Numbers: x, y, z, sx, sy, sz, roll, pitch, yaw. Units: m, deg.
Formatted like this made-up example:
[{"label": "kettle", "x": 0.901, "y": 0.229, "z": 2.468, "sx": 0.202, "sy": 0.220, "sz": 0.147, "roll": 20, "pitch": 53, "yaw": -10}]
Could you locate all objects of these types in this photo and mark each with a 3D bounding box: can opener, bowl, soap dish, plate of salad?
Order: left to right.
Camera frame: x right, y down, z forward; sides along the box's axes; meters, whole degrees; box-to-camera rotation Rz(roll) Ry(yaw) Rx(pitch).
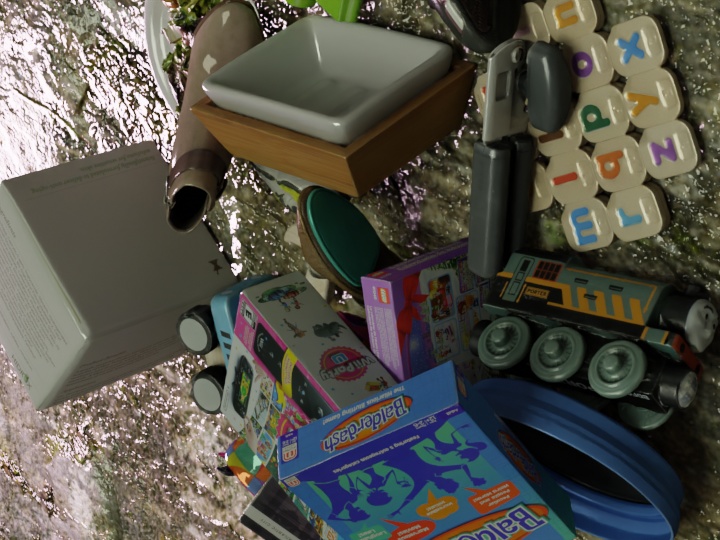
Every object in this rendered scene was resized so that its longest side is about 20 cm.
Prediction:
[{"label": "plate of salad", "x": -0.162, "y": -0.219, "z": 1.450, "sx": 0.200, "sy": 0.048, "sz": 0.200, "roll": 22, "pitch": 122, "yaw": 41}, {"label": "soap dish", "x": -0.022, "y": -0.142, "z": 1.249, "sx": 0.200, "sy": 0.157, "sz": 0.081, "roll": 22, "pitch": 138, "yaw": 42}, {"label": "can opener", "x": 0.124, "y": -0.084, "z": 1.153, "sx": 0.067, "sy": 0.053, "sz": 0.200, "roll": 26, "pitch": 125, "yaw": 41}, {"label": "bowl", "x": 0.164, "y": 0.152, "z": 1.165, "sx": 0.200, "sy": 0.039, "sz": 0.201, "roll": 28, "pitch": 160, "yaw": 11}]

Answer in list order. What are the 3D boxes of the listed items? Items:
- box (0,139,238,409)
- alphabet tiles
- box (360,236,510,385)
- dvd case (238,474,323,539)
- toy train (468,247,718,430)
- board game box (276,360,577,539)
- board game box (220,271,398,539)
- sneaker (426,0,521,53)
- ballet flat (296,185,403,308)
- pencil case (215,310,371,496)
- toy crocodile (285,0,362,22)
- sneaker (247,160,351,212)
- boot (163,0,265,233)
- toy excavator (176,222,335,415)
[{"label": "box", "x": -0.281, "y": 0.003, "z": 1.563, "sx": 0.200, "sy": 0.199, "sz": 0.171, "roll": 58, "pitch": 139, "yaw": 13}, {"label": "alphabet tiles", "x": 0.173, "y": -0.117, "z": 1.136, "sx": 0.195, "sy": 0.015, "sz": 0.200, "roll": -15, "pitch": 94, "yaw": 50}, {"label": "box", "x": 0.075, "y": 0.082, "z": 1.239, "sx": 0.039, "sy": 0.137, "sz": 0.200, "roll": 9, "pitch": 112, "yaw": 48}, {"label": "dvd case", "x": 0.005, "y": 0.192, "z": 1.336, "sx": 0.149, "sy": 0.016, "sz": 0.200, "roll": 35, "pitch": 100, "yaw": -2}, {"label": "toy train", "x": 0.177, "y": 0.048, "z": 1.131, "sx": 0.200, "sy": 0.114, "sz": 0.085, "roll": 12, "pitch": 158, "yaw": 42}, {"label": "board game box", "x": 0.054, "y": 0.166, "z": 1.116, "sx": 0.152, "sy": 0.200, "sz": 0.045, "roll": -26, "pitch": 42, "yaw": 19}, {"label": "board game box", "x": -0.034, "y": 0.122, "z": 1.236, "sx": 0.200, "sy": 0.064, "sz": 0.148, "roll": 46, "pitch": 140, "yaw": 34}, {"label": "sneaker", "x": 0.054, "y": -0.244, "z": 1.182, "sx": 0.116, "sy": 0.076, "sz": 0.200, "roll": -42, "pitch": 63, "yaw": 54}, {"label": "ballet flat", "x": 0.000, "y": 0.000, "z": 1.281, "sx": 0.200, "sy": 0.068, "sz": 0.072, "roll": 37, "pitch": 150, "yaw": -30}, {"label": "pencil case", "x": -0.048, "y": 0.129, "z": 1.377, "sx": 0.200, "sy": 0.088, "sz": 0.088, "roll": -49, "pitch": 64, "yaw": 9}, {"label": "toy crocodile", "x": -0.064, "y": -0.293, "z": 1.300, "sx": 0.200, "sy": 0.062, "sz": 0.068, "roll": 44, "pitch": 149, "yaw": 23}, {"label": "sneaker", "x": -0.044, "y": -0.099, "z": 1.356, "sx": 0.075, "sy": 0.085, "sz": 0.200, "roll": 52, "pitch": 172, "yaw": -30}, {"label": "boot", "x": -0.136, "y": -0.131, "z": 1.339, "sx": 0.200, "sy": 0.070, "sz": 0.146, "roll": 109, "pitch": 173, "yaw": -56}, {"label": "toy excavator", "x": -0.079, "y": 0.043, "z": 1.448, "sx": 0.200, "sy": 0.100, "sz": 0.195, "roll": -2, "pitch": 107, "yaw": 36}]
